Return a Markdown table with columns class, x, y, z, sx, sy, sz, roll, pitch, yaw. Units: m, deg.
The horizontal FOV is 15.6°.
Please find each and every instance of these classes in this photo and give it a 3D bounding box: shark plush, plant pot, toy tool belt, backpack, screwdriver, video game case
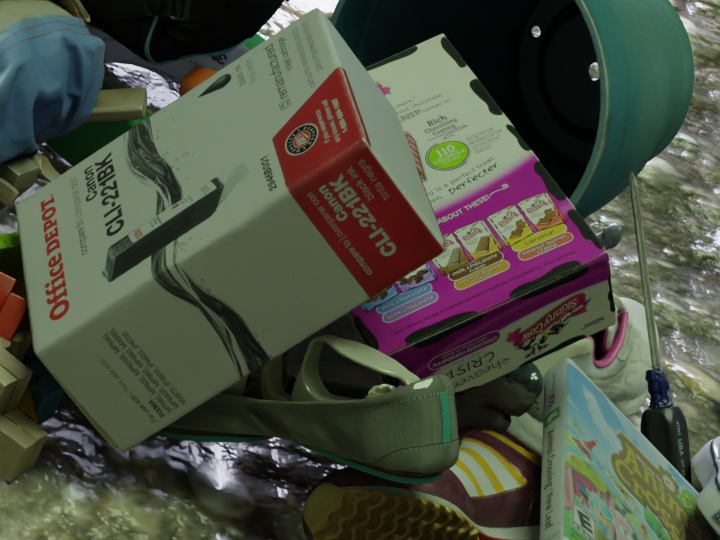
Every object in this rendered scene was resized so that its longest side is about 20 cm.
| class | x | y | z | sx | sy | sz | roll | pitch | yaw |
| --- | --- | --- | --- | --- | --- | --- | --- | --- | --- |
| shark plush | 0.047 | 0.034 | 1.526 | 0.090 | 0.084 | 0.200 | 21 | 25 | -25 |
| plant pot | 0.107 | -0.116 | 1.625 | 0.200 | 0.201 | 0.188 | 41 | 27 | 22 |
| toy tool belt | -0.208 | -0.093 | 1.469 | 0.122 | 0.126 | 0.200 | 27 | 28 | 15 |
| backpack | -0.103 | -0.222 | 1.611 | 0.153 | 0.177 | 0.200 | 32 | 14 | 19 |
| screwdriver | 0.169 | 0.042 | 1.560 | 0.029 | 0.028 | 0.202 | -10 | 85 | -13 |
| video game case | 0.167 | 0.162 | 1.412 | 0.200 | 0.022 | 0.182 | 45 | 23 | -18 |

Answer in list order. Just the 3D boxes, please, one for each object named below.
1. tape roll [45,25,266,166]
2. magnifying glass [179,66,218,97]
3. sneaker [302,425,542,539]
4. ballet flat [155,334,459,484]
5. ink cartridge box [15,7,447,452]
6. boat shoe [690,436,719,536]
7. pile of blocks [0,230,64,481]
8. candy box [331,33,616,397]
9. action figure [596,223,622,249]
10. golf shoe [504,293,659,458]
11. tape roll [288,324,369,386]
| class | x | y | z | sx | sy | sz | roll | pitch | yaw |
| --- | --- | --- | --- | --- | --- | --- | --- | --- | --- |
| tape roll | -0.119 | -0.108 | 1.646 | 0.199 | 0.048 | 0.201 | 21 | 29 | -13 |
| magnifying glass | -0.020 | -0.085 | 1.552 | 0.199 | 0.023 | 0.080 | 19 | 48 | 27 |
| sneaker | 0.041 | 0.124 | 1.394 | 0.199 | 0.075 | 0.090 | 17 | 32 | -38 |
| ballet flat | -0.033 | 0.061 | 1.342 | 0.199 | 0.064 | 0.067 | 8 | 13 | 36 |
| ink cartridge box | -0.071 | -0.021 | 1.341 | 0.084 | 0.199 | 0.145 | 51 | 12 | -33 |
| boat shoe | 0.233 | 0.116 | 1.496 | 0.071 | 0.070 | 0.200 | 49 | 9 | 6 |
| pile of blocks | -0.183 | 0.021 | 1.368 | 0.082 | 0.062 | 0.200 | 9 | 34 | -31 |
| candy box | 0.032 | -0.026 | 1.423 | 0.136 | 0.061 | 0.200 | -23 | 49 | -10 |
| action figure | 0.074 | -0.031 | 1.691 | 0.199 | 0.055 | 0.118 | 0 | 42 | -35 |
| golf shoe | 0.143 | 0.045 | 1.588 | 0.075 | 0.092 | 0.200 | 34 | 28 | 13 |
| tape roll | 0.000 | 0.000 | 1.487 | 0.201 | 0.037 | 0.203 | -5 | 39 | 4 |
